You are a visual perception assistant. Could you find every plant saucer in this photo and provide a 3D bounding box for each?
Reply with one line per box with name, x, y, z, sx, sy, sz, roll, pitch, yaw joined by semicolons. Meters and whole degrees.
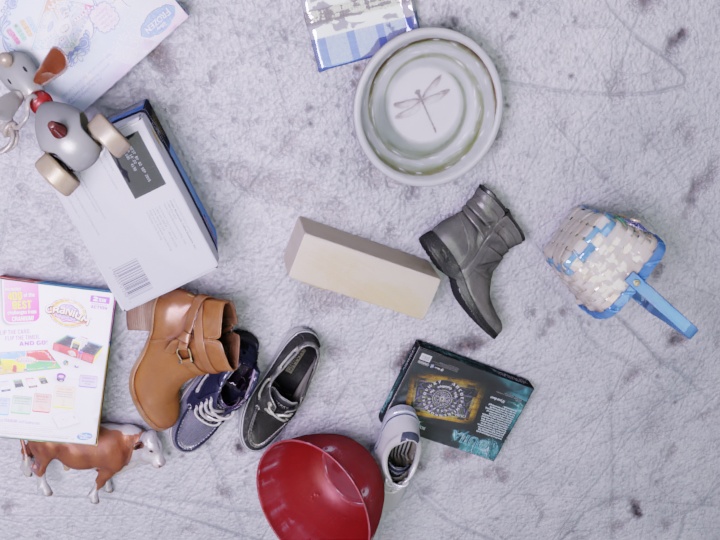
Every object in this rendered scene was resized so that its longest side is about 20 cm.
plant saucer;0.084;-0.211;1.165;0.197;0.050;0.203;-3;111;-9

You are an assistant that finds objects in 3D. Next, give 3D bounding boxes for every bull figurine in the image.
bull figurine;-0.370;0.253;1.239;0.197;0.065;0.123;18;105;-16

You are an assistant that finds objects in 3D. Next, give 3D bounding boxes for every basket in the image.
basket;0.359;0.008;1.234;0.200;0.176;0.139;43;94;-11

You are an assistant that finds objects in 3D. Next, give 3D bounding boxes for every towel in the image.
towel;-0.007;-0.359;1.108;0.145;0.024;0.203;-15;112;-5

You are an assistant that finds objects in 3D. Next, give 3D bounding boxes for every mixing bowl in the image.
mixing bowl;-0.039;0.309;1.280;0.108;0.198;0.203;-27;125;-49

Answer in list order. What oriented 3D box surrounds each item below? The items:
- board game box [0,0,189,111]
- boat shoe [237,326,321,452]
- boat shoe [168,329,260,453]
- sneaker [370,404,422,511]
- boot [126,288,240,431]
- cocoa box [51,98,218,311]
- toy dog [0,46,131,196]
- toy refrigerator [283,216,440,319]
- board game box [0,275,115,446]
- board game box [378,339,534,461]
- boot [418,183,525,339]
board game box;-0.338;-0.311;1.049;0.199;0.043;0.199;-39;111;5
boat shoe;-0.115;0.175;1.262;0.070;0.064;0.202;22;105;-18
boat shoe;-0.202;0.181;1.231;0.074;0.093;0.202;26;103;-19
sneaker;0.045;0.290;1.316;0.072;0.071;0.202;3;125;-6
boot;-0.222;0.122;1.185;0.153;0.077;0.203;2;101;24
cocoa box;-0.272;-0.083;1.099;0.132;0.131;0.202;-25;113;0
toy dog;-0.343;-0.172;0.968;0.198;0.096;0.133;25;76;18
toy refrigerator;0.000;0.000;1.214;0.197;0.076;0.071;19;106;-18
board game box;-0.401;0.116;1.164;0.151;0.040;0.203;8;90;-14
board game box;0.141;0.195;1.338;0.198;0.028;0.137;21;107;-17
boot;0.181;-0.010;1.255;0.130;0.068;0.201;-36;114;-3
